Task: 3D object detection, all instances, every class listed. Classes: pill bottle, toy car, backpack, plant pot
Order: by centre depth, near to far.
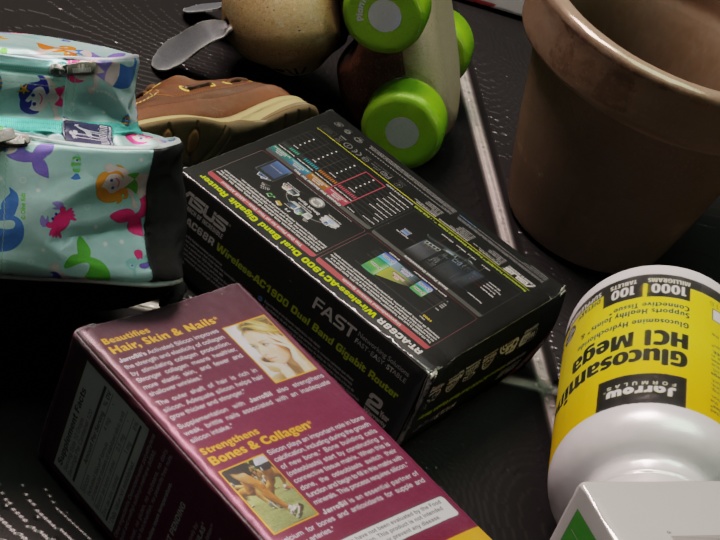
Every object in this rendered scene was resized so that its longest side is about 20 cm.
[{"bbox_3d":[-0.199,-0.045,0.980,0.198,0.152,0.177,-7,7,-22],"label":"backpack"},{"bbox_3d":[0.160,0.094,1.061,0.112,0.113,0.201,21,34,-4],"label":"pill bottle"},{"bbox_3d":[0.178,-0.097,1.276,0.199,0.176,0.201,16,34,-11],"label":"plant pot"},{"bbox_3d":[-0.036,-0.159,1.310,0.198,0.159,0.165,-3,27,13],"label":"toy car"}]

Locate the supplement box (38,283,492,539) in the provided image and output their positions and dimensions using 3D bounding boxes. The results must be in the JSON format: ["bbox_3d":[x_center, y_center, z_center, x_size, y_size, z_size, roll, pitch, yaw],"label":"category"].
[{"bbox_3d":[-0.050,0.108,0.939,0.110,0.086,0.200,-17,51,-44],"label":"supplement box"}]

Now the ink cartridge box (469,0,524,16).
[{"bbox_3d":[0.111,-0.297,1.591,0.143,0.084,0.201,14,34,-12],"label":"ink cartridge box"}]

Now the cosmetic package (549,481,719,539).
[{"bbox_3d":[0.107,0.195,0.812,0.084,0.201,0.108,3,36,-30],"label":"cosmetic package"}]

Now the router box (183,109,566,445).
[{"bbox_3d":[0.000,0.000,1.138,0.200,0.062,0.149,38,36,21],"label":"router box"}]

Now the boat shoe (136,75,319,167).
[{"bbox_3d":[-0.111,-0.079,1.179,0.067,0.072,0.199,35,30,27],"label":"boat shoe"}]
